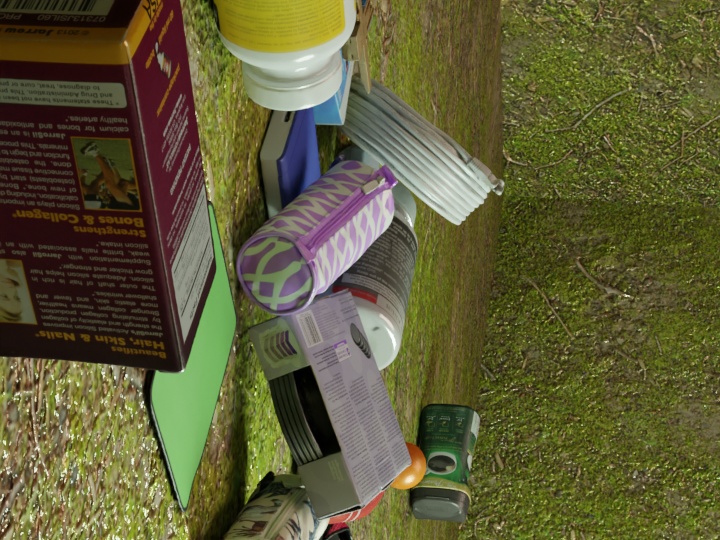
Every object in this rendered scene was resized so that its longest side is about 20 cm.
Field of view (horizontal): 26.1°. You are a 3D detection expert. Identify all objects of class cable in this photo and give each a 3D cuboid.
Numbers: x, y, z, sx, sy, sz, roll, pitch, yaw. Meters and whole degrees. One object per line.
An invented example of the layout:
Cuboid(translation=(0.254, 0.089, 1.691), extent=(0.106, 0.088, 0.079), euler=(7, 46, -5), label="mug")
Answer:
Cuboid(translation=(0.053, -0.132, 1.683), extent=(0.069, 0.199, 0.200), euler=(-52, -171, 4), label="cable")

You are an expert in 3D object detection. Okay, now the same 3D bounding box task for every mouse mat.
Cuboid(translation=(-0.128, 0.066, 1.210), extent=(0.162, 0.007, 0.201), euler=(83, 15, -48), label="mouse mat")

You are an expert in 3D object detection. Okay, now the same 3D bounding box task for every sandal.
Cuboid(translation=(-0.035, 0.316, 1.752), extent=(0.200, 0.045, 0.076), euler=(-38, 130, -77), label="sandal")

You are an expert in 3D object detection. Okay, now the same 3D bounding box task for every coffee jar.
Cuboid(translation=(0.145, 0.335, 2.677), extent=(0.086, 0.103, 0.201), euler=(74, 23, -57), label="coffee jar")

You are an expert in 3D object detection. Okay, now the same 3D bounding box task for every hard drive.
Cuboid(translation=(-0.062, -0.072, 1.495), extent=(0.133, 0.025, 0.201), euler=(-77, 167, -44), label="hard drive")

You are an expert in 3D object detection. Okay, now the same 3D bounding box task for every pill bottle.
Cuboid(translation=(0.000, 0.000, 1.632), extent=(0.114, 0.113, 0.201), euler=(84, 14, -46), label="pill bottle")
Cuboid(translation=(-0.060, -0.227, 1.184), extent=(0.112, 0.111, 0.201), euler=(-76, 166, -47), label="pill bottle")

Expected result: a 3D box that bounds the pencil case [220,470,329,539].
Cuboid(translation=(-0.082, 0.236, 1.337), extent=(0.200, 0.077, 0.090), euler=(-45, 155, -76), label="pencil case")

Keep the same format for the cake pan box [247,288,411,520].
Cuboid(translation=(-0.024, 0.119, 1.430), extent=(0.185, 0.052, 0.200), euler=(68, 16, 0), label="cake pan box")

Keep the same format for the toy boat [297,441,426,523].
Cuboid(translation=(0.008, 0.213, 1.703), extent=(0.200, 0.130, 0.132), euler=(39, 53, -78), label="toy boat")

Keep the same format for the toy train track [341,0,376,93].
Cuboid(translation=(-0.008, -0.240, 1.483), extent=(0.200, 0.032, 0.116), euler=(-77, 161, -65), label="toy train track")

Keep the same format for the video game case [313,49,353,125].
Cuboid(translation=(-0.036, -0.273, 1.520), extent=(0.200, 0.045, 0.183), euler=(76, 19, -62), label="video game case")

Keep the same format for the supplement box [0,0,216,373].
Cuboid(translation=(-0.141, -0.053, 0.768), extent=(0.086, 0.109, 0.201), euler=(-76, 166, -48), label="supplement box")

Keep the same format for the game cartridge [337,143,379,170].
Cuboid(translation=(-0.006, -0.049, 1.819), extent=(0.133, 0.040, 0.202), euler=(-58, 150, -78), label="game cartridge")

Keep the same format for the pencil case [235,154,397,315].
Cuboid(translation=(-0.034, -0.033, 1.388), extent=(0.084, 0.085, 0.200), euler=(56, 34, -10), label="pencil case")
